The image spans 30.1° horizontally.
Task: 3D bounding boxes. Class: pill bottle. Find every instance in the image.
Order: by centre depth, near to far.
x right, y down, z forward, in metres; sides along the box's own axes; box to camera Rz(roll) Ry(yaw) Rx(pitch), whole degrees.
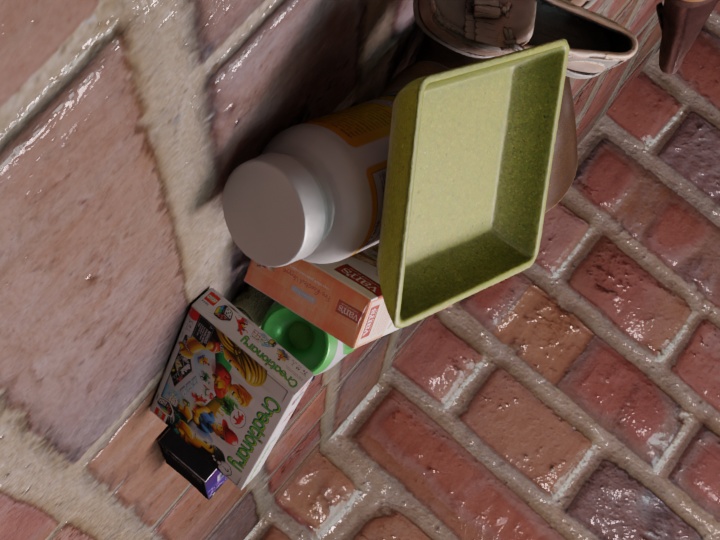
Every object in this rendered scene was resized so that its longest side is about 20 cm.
[{"bbox_3d":[-0.014,-0.070,1.079,0.200,0.113,0.113,-27,157,-48],"label":"pill bottle"}]

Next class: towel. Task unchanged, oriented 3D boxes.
[{"bbox_3d":[-0.092,0.036,1.427,0.148,0.036,0.200,-48,171,-25],"label":"towel"}]

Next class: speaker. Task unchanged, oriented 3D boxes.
[{"bbox_3d":[-0.032,0.047,1.373,0.089,0.088,0.200,-54,172,21],"label":"speaker"}]

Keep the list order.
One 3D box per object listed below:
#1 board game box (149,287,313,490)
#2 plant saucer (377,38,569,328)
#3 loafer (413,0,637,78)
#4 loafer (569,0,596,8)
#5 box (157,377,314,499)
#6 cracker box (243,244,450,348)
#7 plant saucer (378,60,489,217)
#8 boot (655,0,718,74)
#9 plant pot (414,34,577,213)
[{"bbox_3d":[-0.127,0.117,1.282,0.035,0.126,0.200,-44,169,-38],"label":"board game box"},{"bbox_3d":[0.080,-0.077,1.059,0.200,0.048,0.201,-22,126,-46],"label":"plant saucer"},{"bbox_3d":[0.141,-0.208,1.113,0.063,0.199,0.072,1,-97,60],"label":"loafer"},{"bbox_3d":[0.224,-0.312,1.515,0.072,0.063,0.200,-13,-150,46],"label":"loafer"},{"bbox_3d":[-0.142,0.162,1.583,0.200,0.079,0.141,-48,174,-16],"label":"box"},{"bbox_3d":[0.000,0.000,1.303,0.200,0.134,0.058,-21,136,-57],"label":"cracker box"},{"bbox_3d":[0.047,-0.088,1.216,0.035,0.201,0.201,-6,146,-30],"label":"plant saucer"},{"bbox_3d":[0.281,-0.228,1.119,0.167,0.072,0.200,95,19,-46],"label":"boot"},{"bbox_3d":[0.121,-0.173,1.264,0.187,0.186,0.200,-47,155,-25],"label":"plant pot"}]
